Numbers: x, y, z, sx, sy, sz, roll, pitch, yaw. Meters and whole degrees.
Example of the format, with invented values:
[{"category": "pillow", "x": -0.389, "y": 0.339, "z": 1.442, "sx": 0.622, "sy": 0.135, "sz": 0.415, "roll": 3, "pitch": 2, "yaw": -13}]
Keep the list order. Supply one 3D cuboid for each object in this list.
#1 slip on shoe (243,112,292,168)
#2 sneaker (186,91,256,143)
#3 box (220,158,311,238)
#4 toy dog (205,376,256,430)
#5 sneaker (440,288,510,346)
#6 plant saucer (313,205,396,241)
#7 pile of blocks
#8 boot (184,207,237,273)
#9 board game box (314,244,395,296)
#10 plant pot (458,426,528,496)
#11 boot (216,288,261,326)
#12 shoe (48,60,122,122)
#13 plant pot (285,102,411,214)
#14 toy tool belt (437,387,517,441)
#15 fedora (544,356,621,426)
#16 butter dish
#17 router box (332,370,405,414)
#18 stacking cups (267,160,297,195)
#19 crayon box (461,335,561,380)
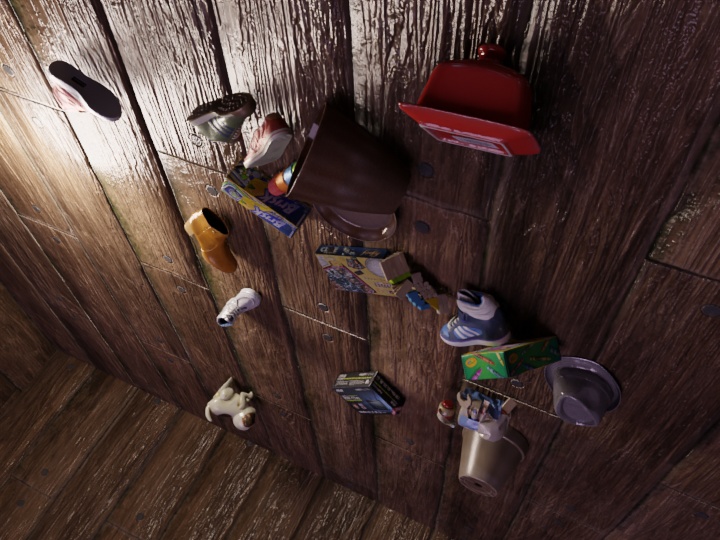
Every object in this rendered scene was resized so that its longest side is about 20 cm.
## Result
[{"category": "slip on shoe", "x": -0.199, "y": -0.267, "z": 1.346, "sx": 0.200, "sy": 0.074, "sz": 0.061, "roll": -31, "pitch": 79, "yaw": 61}, {"category": "sneaker", "x": -0.270, "y": -0.310, "z": 1.342, "sx": 0.200, "sy": 0.067, "sz": 0.090, "roll": 0, "pitch": 144, "yaw": 40}, {"category": "box", "x": -0.217, "y": -0.165, "z": 1.485, "sx": 0.200, "sy": 0.070, "sz": 0.064, "roll": 35, "pitch": 150, "yaw": -6}, {"category": "toy dog", "x": -0.513, "y": 0.565, "z": 2.629, "sx": 0.200, "sy": 0.194, "sz": 0.140, "roll": 40, "pitch": 135, "yaw": -3}, {"category": "sneaker", "x": 0.242, "y": 0.098, "z": 1.475, "sx": 0.200, "sy": 0.081, "sz": 0.147, "roll": -2, "pitch": 124, "yaw": 50}, {"category": "plant saucer", "x": -0.011, "y": -0.140, "z": 1.379, "sx": 0.200, "sy": 0.032, "sz": 0.200, "roll": 20, "pitch": 149, "yaw": 12}, {"category": "pile of blocks", "x": 0.117, "y": 0.038, "z": 1.481, "sx": 0.200, "sy": 0.082, "sz": 0.062, "roll": 43, "pitch": 176, "yaw": -13}, {"category": "boot", "x": -0.385, "y": -0.077, "z": 1.741, "sx": 0.201, "sy": 0.071, "sz": 0.144, "roll": 49, "pitch": 147, "yaw": -18}, {"category": "board game box", "x": 0.000, "y": 0.000, "z": 1.566, "sx": 0.199, "sy": 0.035, "sz": 0.136, "roll": 6, "pitch": 140, "yaw": 34}, {"category": "plant pot", "x": 0.375, "y": 0.561, "z": 1.900, "sx": 0.199, "sy": 0.174, "sz": 0.200, "roll": 21, "pitch": 148, "yaw": 14}, {"category": "boot", "x": -0.379, "y": 0.124, "z": 1.991, "sx": 0.074, "sy": 0.096, "sz": 0.200, "roll": 39, "pitch": 147, "yaw": -14}, {"category": "shoe", "x": -0.646, "y": -0.402, "z": 1.518, "sx": 0.200, "sy": 0.072, "sz": 0.091, "roll": 37, "pitch": 149, "yaw": 0}, {"category": "plant pot", "x": -0.013, "y": -0.188, "z": 1.212, "sx": 0.199, "sy": 0.187, "sz": 0.187, "roll": 22, "pitch": 150, "yaw": -13}, {"category": "toy tool belt", "x": 0.319, "y": 0.371, "z": 1.763, "sx": 0.199, "sy": 0.125, "sz": 0.123, "roll": 18, "pitch": 115, "yaw": 14}, {"category": "fedora", "x": 0.509, "y": 0.298, "z": 1.502, "sx": 0.176, "sy": 0.090, "sz": 0.200, "roll": 5, "pitch": 140, "yaw": 34}, {"category": "butter dish", "x": 0.181, "y": -0.264, "z": 0.964, "sx": 0.199, "sy": 0.148, "sz": 0.199, "roll": 17, "pitch": -174, "yaw": 19}, {"category": "router box", "x": 0.025, "y": 0.394, "z": 2.061, "sx": 0.150, "sy": 0.062, "sz": 0.200, "roll": 47, "pitch": 145, "yaw": -22}, {"category": "stacking cups", "x": -0.134, "y": -0.201, "z": 1.381, "sx": 0.060, "sy": 0.061, "sz": 0.200, "roll": 43, "pitch": 148, "yaw": -18}, {"category": "crayon box", "x": 0.334, "y": 0.192, "z": 1.418, "sx": 0.119, "sy": 0.199, "sz": 0.059, "roll": -16, "pitch": 84, "yaw": 50}]
